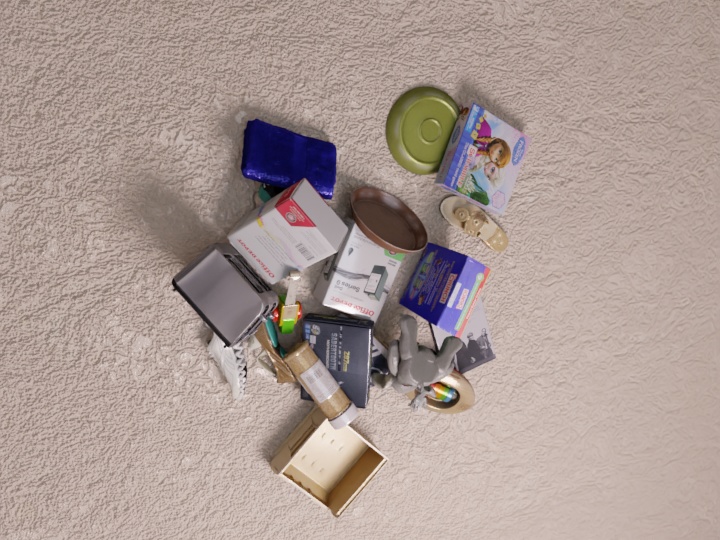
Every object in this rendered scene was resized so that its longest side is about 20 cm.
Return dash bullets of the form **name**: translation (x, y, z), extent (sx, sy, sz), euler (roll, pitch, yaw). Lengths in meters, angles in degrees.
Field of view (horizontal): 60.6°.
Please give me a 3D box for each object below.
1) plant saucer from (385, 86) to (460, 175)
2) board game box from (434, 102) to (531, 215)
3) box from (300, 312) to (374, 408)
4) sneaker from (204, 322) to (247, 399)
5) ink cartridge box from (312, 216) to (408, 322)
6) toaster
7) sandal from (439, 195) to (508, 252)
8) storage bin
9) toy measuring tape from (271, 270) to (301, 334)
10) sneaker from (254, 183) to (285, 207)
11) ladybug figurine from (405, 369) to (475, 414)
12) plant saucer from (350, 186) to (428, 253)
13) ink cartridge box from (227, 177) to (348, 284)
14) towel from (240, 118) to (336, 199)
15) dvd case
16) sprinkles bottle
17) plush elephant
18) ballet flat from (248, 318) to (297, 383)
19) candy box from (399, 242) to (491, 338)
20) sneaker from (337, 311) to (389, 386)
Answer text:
- **plant saucer**: translation (0.155, -0.319, 1.413), extent (0.199, 0.031, 0.201), euler (-4, 103, -18)
- **board game box**: translation (0.290, -0.258, 1.445), extent (0.199, 0.041, 0.201), euler (20, 90, -31)
- **box**: translation (-0.054, 0.204, 1.394), extent (0.157, 0.051, 0.201), euler (6, 106, 10)
- **sneaker**: translation (-0.291, 0.184, 1.344), extent (0.081, 0.075, 0.201), euler (-7, 96, -10)
- **ink cartridge box**: translation (0.000, 0.000, 1.395), extent (0.146, 0.084, 0.200), euler (20, 94, -23)
- **toaster**: translation (-0.265, 0.042, 1.218), extent (0.119, 0.181, 0.200), euler (-43, 88, 1)
- **sandal**: translation (0.290, -0.111, 1.483), extent (0.211, 0.070, 0.078), euler (33, 89, -22)
- **storage bin**: translation (-0.077, 0.448, 1.457), extent (0.200, 0.094, 0.199), euler (44, 85, -22)
- **toy measuring tape**: translation (-0.159, 0.060, 1.339), extent (0.073, 0.074, 0.200), euler (-4, 133, -19)
- **sneaker**: translation (-0.122, -0.136, 1.315), extent (0.200, 0.080, 0.072), euler (22, 52, -22)
- **ladybug figurine**: translation (0.193, 0.283, 1.516), extent (0.200, 0.072, 0.136), euler (28, 121, -14)
- **plant saucer**: translation (0.057, -0.105, 1.355), extent (0.200, 0.201, 0.035), euler (20, 127, -22)
- **ink cartridge box**: translation (-0.151, -0.077, 1.267), extent (0.146, 0.200, 0.083), euler (49, 39, -22)
- **towel**: translation (-0.143, -0.234, 1.276), extent (0.199, 0.050, 0.148), euler (11, 57, -22)
- **dvd case**: translation (0.255, 0.160, 1.552), extent (0.150, 0.025, 0.201), euler (-21, 107, -14)
- **sprinkles bottle**: translation (-0.087, 0.251, 1.352), extent (0.068, 0.068, 0.200), euler (-36, 96, -9)
- **plush elephant**: translation (0.115, 0.218, 1.390), extent (0.164, 0.155, 0.201), euler (18, 74, -18)
- **ballet flat**: translation (-0.206, 0.175, 1.378), extent (0.072, 0.068, 0.200), euler (-23, 113, 6)
- **candy box**: translation (0.189, 0.039, 1.408), extent (0.077, 0.200, 0.169), euler (24, 93, -22)
- **sneaker**: translation (-0.005, 0.191, 1.442), extent (0.109, 0.070, 0.200), euler (-48, 115, -7)
